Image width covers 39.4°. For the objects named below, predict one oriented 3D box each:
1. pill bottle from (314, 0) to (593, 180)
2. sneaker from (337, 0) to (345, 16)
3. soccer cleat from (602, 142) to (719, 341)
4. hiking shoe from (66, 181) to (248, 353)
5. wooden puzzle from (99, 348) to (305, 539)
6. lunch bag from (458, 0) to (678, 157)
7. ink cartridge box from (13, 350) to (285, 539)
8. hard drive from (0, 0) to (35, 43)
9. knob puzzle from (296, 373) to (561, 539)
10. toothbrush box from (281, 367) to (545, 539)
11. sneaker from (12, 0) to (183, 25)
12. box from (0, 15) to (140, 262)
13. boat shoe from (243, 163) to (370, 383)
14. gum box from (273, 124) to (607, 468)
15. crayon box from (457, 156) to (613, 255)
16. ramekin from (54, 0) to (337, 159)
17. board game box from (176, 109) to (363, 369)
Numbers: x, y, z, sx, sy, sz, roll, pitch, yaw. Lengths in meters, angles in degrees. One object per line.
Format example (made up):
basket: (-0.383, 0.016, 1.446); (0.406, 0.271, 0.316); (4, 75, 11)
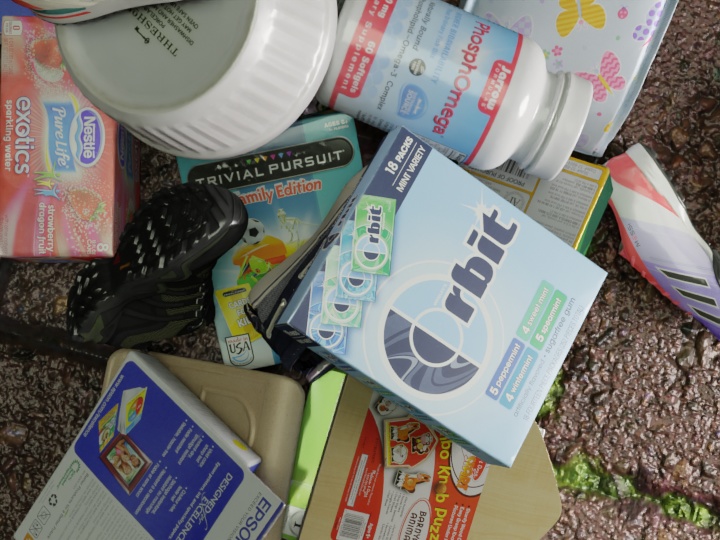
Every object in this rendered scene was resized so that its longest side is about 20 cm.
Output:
pill bottle: (0.072, -0.145, 0.780); (0.198, 0.109, 0.110); (21, 88, -3)
sneaker: (-0.015, -0.202, 0.871); (0.077, 0.086, 0.201); (-36, 97, 5)
soccer cleat: (0.270, -0.011, 0.879); (0.073, 0.068, 0.201); (-31, 87, 14)
hiking shoe: (-0.146, 0.001, 0.803); (0.199, 0.100, 0.076); (-32, 54, 31)
wooden puzzle: (-0.142, 0.171, 0.855); (0.198, 0.046, 0.187); (7, 84, 29)
lunch bag: (0.164, -0.213, 0.852); (0.168, 0.127, 0.201); (18, 114, 1)
ink cartridge box: (-0.169, 0.203, 0.812); (0.200, 0.047, 0.198); (38, 97, 27)
hard drive: (-0.299, -0.309, 0.902); (0.131, 0.025, 0.202); (-7, 84, 0)
knob puzzle: (0.063, 0.167, 0.797); (0.217, 0.030, 0.222); (-1, 97, -8)
toothbrush box: (0.038, 0.173, 0.858); (0.198, 0.086, 0.147); (17, 88, -1)
sneaker: (-0.149, -0.207, 0.621); (0.198, 0.093, 0.071); (-11, 87, 18)
box: (-0.246, -0.108, 0.865); (0.102, 0.095, 0.202); (1, 88, 0)
boat shoe: (0.000, 0.000, 0.786); (0.200, 0.074, 0.093); (-46, 43, 12)
gum box: (0.064, 0.021, 0.746); (0.199, 0.045, 0.171); (34, 76, -12)
crayon box: (0.116, -0.009, 0.851); (0.125, 0.052, 0.201); (22, 80, 23)
ramekin: (-0.123, -0.183, 0.711); (0.200, 0.094, 0.205); (0, 90, 17)
board game box: (-0.062, -0.025, 0.858); (0.149, 0.047, 0.202); (-11, 105, 0)
